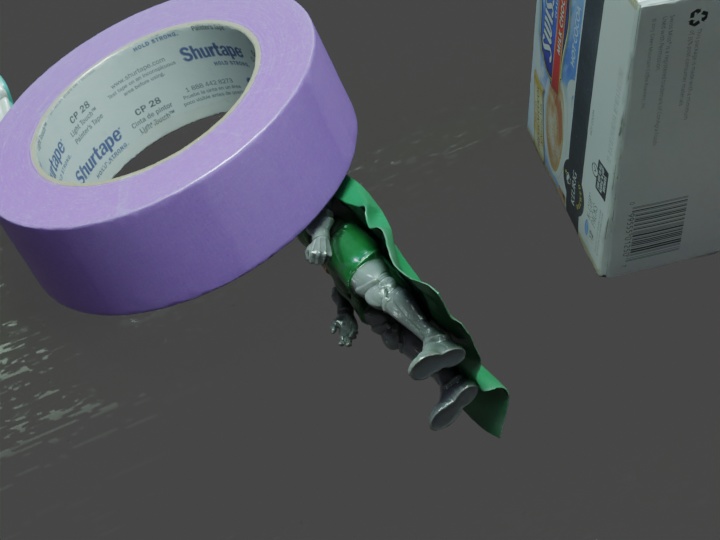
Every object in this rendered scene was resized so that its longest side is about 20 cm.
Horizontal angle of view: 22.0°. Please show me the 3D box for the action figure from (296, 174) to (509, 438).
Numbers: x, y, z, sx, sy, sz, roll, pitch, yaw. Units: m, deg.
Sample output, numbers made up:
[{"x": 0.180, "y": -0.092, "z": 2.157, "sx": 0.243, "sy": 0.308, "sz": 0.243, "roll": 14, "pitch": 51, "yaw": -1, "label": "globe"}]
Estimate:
[{"x": 0.000, "y": 0.000, "z": 0.982, "sx": 0.054, "sy": 0.119, "sz": 0.200, "roll": -29, "pitch": 44, "yaw": -10, "label": "action figure"}]

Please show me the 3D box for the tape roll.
[{"x": -0.104, "y": -0.068, "z": 1.005, "sx": 0.199, "sy": 0.066, "sz": 0.201, "roll": -18, "pitch": 37, "yaw": 14, "label": "tape roll"}]

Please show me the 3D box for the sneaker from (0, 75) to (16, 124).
[{"x": -0.278, "y": -0.118, "z": 1.096, "sx": 0.091, "sy": 0.078, "sz": 0.200, "roll": -29, "pitch": 52, "yaw": -20, "label": "sneaker"}]

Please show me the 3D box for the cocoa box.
[{"x": 0.176, "y": -0.120, "z": 1.013, "sx": 0.132, "sy": 0.201, "sz": 0.132, "roll": -13, "pitch": 48, "yaw": -11, "label": "cocoa box"}]
